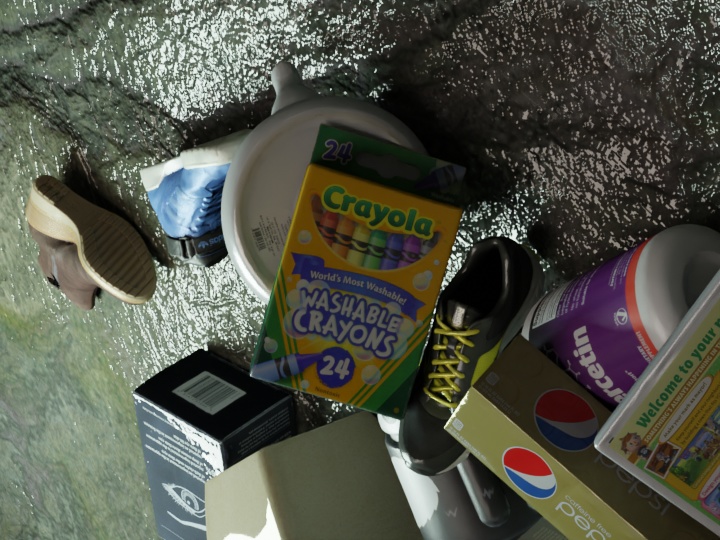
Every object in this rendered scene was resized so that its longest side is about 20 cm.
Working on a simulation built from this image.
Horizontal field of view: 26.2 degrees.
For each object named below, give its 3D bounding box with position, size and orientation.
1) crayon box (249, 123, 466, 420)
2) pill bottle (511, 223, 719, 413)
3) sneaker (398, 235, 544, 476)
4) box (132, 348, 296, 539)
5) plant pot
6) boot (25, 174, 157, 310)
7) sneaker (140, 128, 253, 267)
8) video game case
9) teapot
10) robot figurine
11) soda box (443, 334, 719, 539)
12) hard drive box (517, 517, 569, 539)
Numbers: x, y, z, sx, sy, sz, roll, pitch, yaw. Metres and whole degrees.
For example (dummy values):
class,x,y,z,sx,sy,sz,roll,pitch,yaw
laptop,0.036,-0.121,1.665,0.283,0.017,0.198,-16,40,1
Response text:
class,x,y,z,sx,sy,sz,roll,pitch,yaw
crayon box,0.000,0.000,1.196,0.052,0.124,0.203,-140,65,-85
pill bottle,0.193,0.050,1.127,0.113,0.112,0.200,58,144,2
sneaker,0.074,0.060,1.205,0.074,0.202,0.085,19,170,26
box,-0.146,0.210,1.641,0.147,0.104,0.202,24,131,38
plant pot,-0.041,0.250,1.483,0.199,0.198,0.179,-36,75,53
boot,-0.296,-0.003,1.724,0.200,0.072,0.167,43,152,19
sneaker,-0.139,-0.063,1.467,0.199,0.076,0.113,-13,98,57
video game case,0.281,0.088,1.003,0.181,0.022,0.201,35,108,2
teapot,-0.023,-0.046,1.290,0.196,0.202,0.146,26,-179,-4
robot figurine,0.088,0.159,1.313,0.149,0.124,0.202,-8,108,46
soda box,0.160,0.143,1.092,0.200,0.068,0.064,41,142,11
hard drive box,0.197,0.302,1.163,0.199,0.076,0.158,22,129,37
